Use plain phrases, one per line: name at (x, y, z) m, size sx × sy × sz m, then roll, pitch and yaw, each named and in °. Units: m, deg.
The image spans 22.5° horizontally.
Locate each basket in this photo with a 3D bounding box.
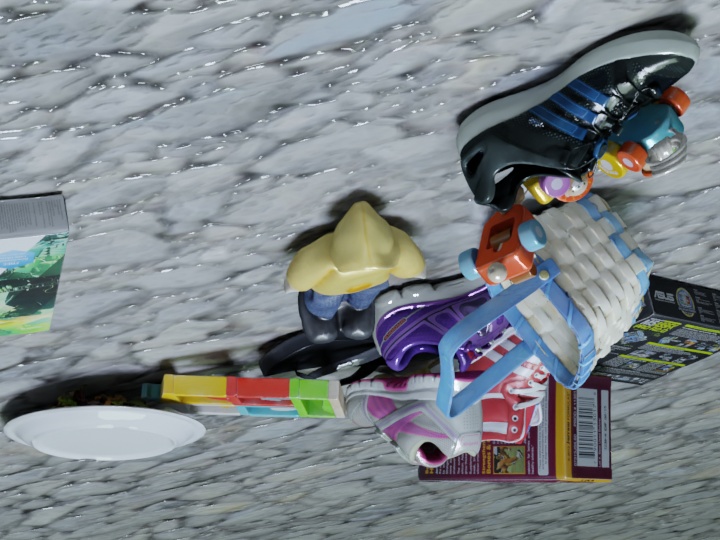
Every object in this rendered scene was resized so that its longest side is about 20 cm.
basket at (0.147, 0.040, 1.560) m, size 0.200 × 0.139 × 0.177 m, roll -39°, pitch 162°, yaw -16°

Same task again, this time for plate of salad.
plate of salad at (-0.252, 0.150, 1.792) m, size 0.198 × 0.049 × 0.200 m, roll -1°, pitch 161°, yaw 0°

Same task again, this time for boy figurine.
boy figurine at (0.000, 0.000, 1.519) m, size 0.123 × 0.065 × 0.200 m, roll -4°, pitch 162°, yaw -13°

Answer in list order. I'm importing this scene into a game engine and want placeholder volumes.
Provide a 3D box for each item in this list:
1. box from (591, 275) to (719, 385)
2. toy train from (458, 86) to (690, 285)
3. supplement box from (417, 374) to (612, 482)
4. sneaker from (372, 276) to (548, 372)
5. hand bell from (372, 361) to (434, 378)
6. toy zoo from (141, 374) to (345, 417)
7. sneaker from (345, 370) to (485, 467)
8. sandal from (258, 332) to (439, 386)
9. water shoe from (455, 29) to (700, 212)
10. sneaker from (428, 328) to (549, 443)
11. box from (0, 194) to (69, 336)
box at (0.292, 0.066, 1.881) m, size 0.160 × 0.045 × 0.199 m, roll -29°, pitch 154°, yaw 37°
toy train at (0.170, -0.055, 1.354) m, size 0.199 × 0.151 × 0.056 m, roll -28°, pitch 120°, yaw 28°
supplement box at (0.161, 0.167, 1.903) m, size 0.199 × 0.112 × 0.085 m, roll -6°, pitch 169°, yaw 43°
sneaker at (0.110, 0.048, 1.676) m, size 0.198 × 0.084 × 0.081 m, roll -15°, pitch 160°, yaw 5°
hand bell at (0.111, 0.098, 1.839) m, size 0.200 × 0.105 × 0.104 m, roll -39°, pitch 149°, yaw 28°
toy zoo at (-0.116, 0.123, 1.770) m, size 0.198 × 0.021 × 0.131 m, roll 2°, pitch 167°, yaw 2°
sneaker at (0.049, 0.145, 1.741) m, size 0.081 × 0.089 × 0.200 m, roll -2°, pitch 175°, yaw -29°
sandal at (0.000, 0.084, 1.765) m, size 0.198 × 0.043 × 0.076 m, roll -5°, pitch 159°, yaw -17°
water shoe at (0.164, -0.104, 1.313) m, size 0.199 × 0.080 × 0.071 m, roll -25°, pitch 156°, yaw 31°
sneaker at (0.172, 0.094, 1.752) m, size 0.199 × 0.113 × 0.071 m, roll -31°, pitch 176°, yaw 27°
box at (-0.304, 0.003, 1.395) m, size 0.143 × 0.037 × 0.200 m, roll -6°, pitch 160°, yaw -16°
